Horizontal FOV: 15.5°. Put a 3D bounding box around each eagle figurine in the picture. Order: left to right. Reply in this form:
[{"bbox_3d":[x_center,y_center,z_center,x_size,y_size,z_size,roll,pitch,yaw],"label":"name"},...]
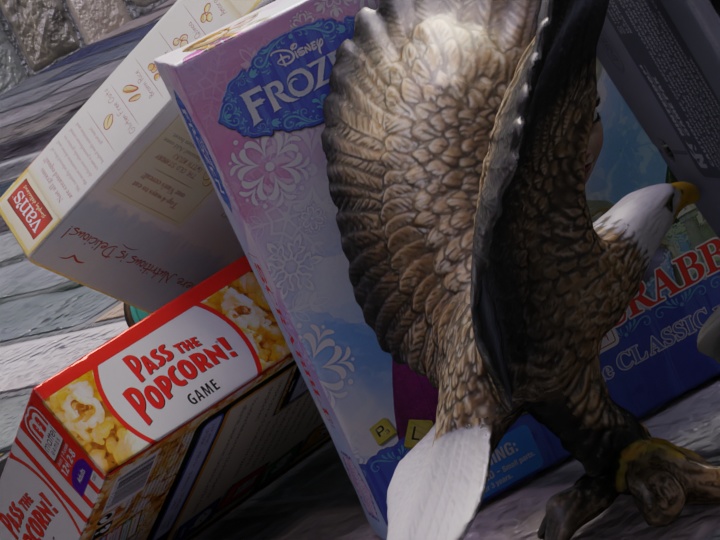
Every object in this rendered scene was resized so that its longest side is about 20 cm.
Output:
[{"bbox_3d":[0.056,-0.011,0.881,0.151,0.201,0.151,-19,16,27],"label":"eagle figurine"}]

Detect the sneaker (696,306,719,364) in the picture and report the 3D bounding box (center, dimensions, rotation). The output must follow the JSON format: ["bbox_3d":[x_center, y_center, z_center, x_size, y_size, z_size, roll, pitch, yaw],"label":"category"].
[{"bbox_3d":[0.187,0.012,0.866,0.092,0.076,0.200,-39,9,-24],"label":"sneaker"}]

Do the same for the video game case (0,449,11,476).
[{"bbox_3d":[-0.285,0.154,1.320,0.180,0.026,0.200,-13,16,47],"label":"video game case"}]

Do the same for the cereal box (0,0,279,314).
[{"bbox_3d":[-0.031,-0.064,1.046,0.200,0.040,0.144,-45,-35,12],"label":"cereal box"}]

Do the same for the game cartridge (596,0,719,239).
[{"bbox_3d":[0.100,-0.097,0.880,0.040,0.201,0.133,-34,11,-11],"label":"game cartridge"}]

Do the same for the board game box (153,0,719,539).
[{"bbox_3d":[0.054,-0.031,0.985,0.199,0.201,0.041,-28,13,-10],"label":"board game box"}]

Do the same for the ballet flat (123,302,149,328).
[{"bbox_3d":[-0.027,-0.001,1.375,0.198,0.069,0.068,-16,1,-7],"label":"ballet flat"}]

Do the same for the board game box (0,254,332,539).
[{"bbox_3d":[-0.056,0.054,1.059,0.199,0.046,0.152,-33,-17,-35],"label":"board game box"}]
